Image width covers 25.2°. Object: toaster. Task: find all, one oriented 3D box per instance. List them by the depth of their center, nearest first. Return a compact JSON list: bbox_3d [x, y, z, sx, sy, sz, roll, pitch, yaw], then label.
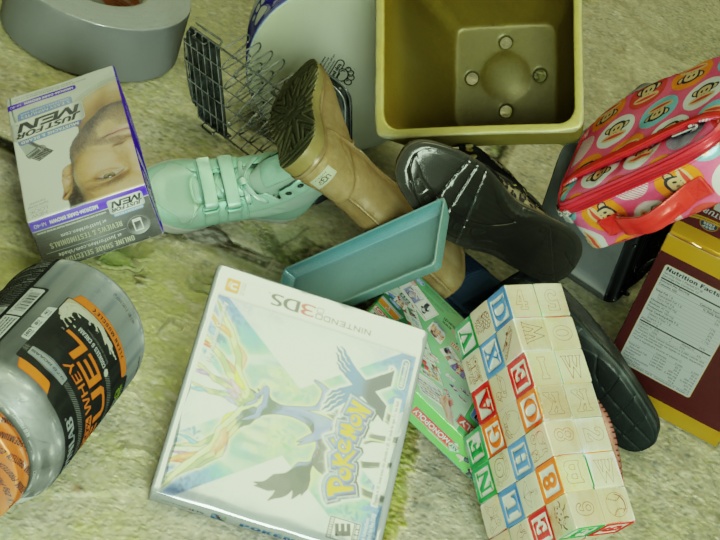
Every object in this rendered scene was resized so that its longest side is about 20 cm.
[{"bbox_3d":[0.280,-0.079,1.684,0.118,0.201,0.181,31,41,20],"label":"toaster"}]

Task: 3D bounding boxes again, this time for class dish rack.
[{"bbox_3d":[-0.097,-0.164,1.614,0.199,0.154,0.054,36,59,24],"label":"dish rack"}]

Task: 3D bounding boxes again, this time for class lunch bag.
[{"bbox_3d":[0.273,-0.097,1.440,0.082,0.199,0.177,47,46,-19],"label":"lunch bag"}]

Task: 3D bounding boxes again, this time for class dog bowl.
[{"bbox_3d":[-0.022,-0.228,1.697,0.198,0.201,0.079,15,35,-11],"label":"dog bowl"}]

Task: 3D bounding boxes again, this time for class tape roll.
[{"bbox_3d":[-0.287,-0.286,1.753,0.199,0.067,0.201,16,33,-10],"label":"tape roll"}]

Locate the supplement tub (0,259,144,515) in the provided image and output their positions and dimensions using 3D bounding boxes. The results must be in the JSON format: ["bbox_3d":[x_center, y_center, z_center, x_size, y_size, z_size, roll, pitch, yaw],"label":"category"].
[{"bbox_3d":[-0.247,0.087,1.174,0.122,0.123,0.200,24,33,4],"label":"supplement tub"}]

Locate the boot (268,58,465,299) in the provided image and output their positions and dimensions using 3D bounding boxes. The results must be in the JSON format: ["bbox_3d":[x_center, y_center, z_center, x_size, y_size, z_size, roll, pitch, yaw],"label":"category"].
[{"bbox_3d":[0.007,-0.081,1.475,0.200,0.066,0.176,39,29,-27],"label":"boot"}]

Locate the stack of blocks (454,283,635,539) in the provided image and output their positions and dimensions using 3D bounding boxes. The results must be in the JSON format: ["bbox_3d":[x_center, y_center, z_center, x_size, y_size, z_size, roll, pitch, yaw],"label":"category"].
[{"bbox_3d":[0.135,0.125,1.280,0.058,0.115,0.202,-1,65,-29],"label":"stack of blocks"}]

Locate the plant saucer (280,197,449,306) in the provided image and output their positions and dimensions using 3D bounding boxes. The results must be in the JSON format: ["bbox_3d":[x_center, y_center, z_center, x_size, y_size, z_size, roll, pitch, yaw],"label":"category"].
[{"bbox_3d":[0.000,0.000,1.395,0.019,0.199,0.070,34,49,-32],"label":"plant saucer"}]

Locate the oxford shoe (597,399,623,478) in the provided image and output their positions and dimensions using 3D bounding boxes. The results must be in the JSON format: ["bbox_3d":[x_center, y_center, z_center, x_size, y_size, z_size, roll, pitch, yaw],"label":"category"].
[{"bbox_3d":[0.160,0.123,1.373,0.074,0.071,0.201,-12,61,-21],"label":"oxford shoe"}]

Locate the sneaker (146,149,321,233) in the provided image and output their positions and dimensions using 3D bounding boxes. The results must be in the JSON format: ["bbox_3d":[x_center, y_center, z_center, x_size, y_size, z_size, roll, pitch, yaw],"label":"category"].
[{"bbox_3d":[-0.114,-0.090,1.504,0.199,0.118,0.074,-5,72,-36],"label":"sneaker"}]

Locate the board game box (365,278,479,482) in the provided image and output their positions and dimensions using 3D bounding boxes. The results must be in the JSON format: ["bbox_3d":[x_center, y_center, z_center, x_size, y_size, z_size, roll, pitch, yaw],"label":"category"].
[{"bbox_3d":[0.081,0.098,1.380,0.200,0.029,0.135,44,34,-2],"label":"board game box"}]

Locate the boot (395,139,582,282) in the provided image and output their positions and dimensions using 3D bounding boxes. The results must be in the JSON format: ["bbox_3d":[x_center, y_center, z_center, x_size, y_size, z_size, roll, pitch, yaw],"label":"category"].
[{"bbox_3d":[0.098,-0.073,1.467,0.199,0.074,0.151,26,13,-24],"label":"boot"}]

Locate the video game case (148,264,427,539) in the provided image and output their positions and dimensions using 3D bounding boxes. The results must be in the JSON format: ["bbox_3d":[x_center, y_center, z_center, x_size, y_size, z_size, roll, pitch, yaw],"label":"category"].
[{"bbox_3d":[-0.052,0.110,1.262,0.181,0.022,0.201,18,62,-6],"label":"video game case"}]

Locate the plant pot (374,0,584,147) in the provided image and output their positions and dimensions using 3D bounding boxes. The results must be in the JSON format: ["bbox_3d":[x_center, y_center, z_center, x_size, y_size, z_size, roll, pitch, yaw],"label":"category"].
[{"bbox_3d":[0.128,-0.209,1.573,0.194,0.196,0.200,-1,-7,12],"label":"plant pot"}]

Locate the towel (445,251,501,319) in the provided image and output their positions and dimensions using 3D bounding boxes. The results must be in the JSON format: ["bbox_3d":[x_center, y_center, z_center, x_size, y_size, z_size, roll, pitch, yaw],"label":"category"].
[{"bbox_3d":[0.092,0.022,1.539,0.200,0.049,0.111,39,35,26],"label":"towel"}]

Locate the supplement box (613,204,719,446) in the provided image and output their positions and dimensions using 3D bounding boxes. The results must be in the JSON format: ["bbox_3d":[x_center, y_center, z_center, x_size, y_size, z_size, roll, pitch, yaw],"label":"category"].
[{"bbox_3d":[0.342,0.013,1.529,0.132,0.201,0.198,28,43,9],"label":"supplement box"}]

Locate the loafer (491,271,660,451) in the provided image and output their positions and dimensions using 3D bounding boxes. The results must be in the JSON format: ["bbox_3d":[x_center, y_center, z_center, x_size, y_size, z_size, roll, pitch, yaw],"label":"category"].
[{"bbox_3d":[0.207,0.075,1.470,0.200,0.073,0.072,51,37,0],"label":"loafer"}]

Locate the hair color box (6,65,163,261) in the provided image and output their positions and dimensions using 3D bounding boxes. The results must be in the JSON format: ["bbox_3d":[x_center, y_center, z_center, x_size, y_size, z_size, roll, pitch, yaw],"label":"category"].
[{"bbox_3d":[-0.252,-0.096,1.458,0.108,0.065,0.201,-19,43,-4],"label":"hair color box"}]
